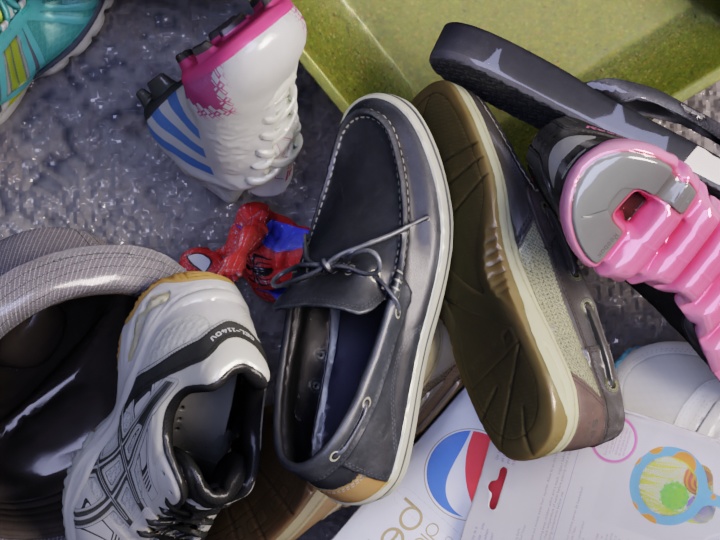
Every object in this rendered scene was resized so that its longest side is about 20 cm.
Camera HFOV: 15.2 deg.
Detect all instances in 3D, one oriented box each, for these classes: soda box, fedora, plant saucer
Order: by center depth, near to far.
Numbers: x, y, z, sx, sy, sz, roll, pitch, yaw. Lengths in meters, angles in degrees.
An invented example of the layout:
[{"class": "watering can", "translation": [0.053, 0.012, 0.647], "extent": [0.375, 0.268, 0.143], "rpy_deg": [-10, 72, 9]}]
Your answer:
[{"class": "plant saucer", "translation": [0.067, -0.144, 1.357], "extent": [0.200, 0.048, 0.200], "rpy_deg": [-31, 114, 22]}, {"class": "soda box", "translation": [0.037, 0.126, 1.373], "extent": [0.064, 0.068, 0.200], "rpy_deg": [41, 89, 6]}, {"class": "fedora", "translation": [-0.166, 0.057, 1.376], "extent": [0.090, 0.177, 0.200], "rpy_deg": [50, 126, 46]}]

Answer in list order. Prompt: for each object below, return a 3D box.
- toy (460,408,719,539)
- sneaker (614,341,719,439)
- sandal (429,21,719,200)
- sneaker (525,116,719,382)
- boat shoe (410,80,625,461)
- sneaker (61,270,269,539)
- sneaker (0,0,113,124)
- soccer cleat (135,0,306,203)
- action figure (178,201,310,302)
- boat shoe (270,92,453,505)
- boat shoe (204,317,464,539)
[{"class": "toy", "translation": [0.154, 0.133, 1.316], "extent": [0.200, 0.047, 0.115], "rpy_deg": [18, 96, 19]}, {"class": "sneaker", "translation": [0.213, 0.096, 1.353], "extent": [0.200, 0.081, 0.077], "rpy_deg": [30, 89, 10]}, {"class": "sandal", "translation": [0.131, -0.076, 1.329], "extent": [0.200, 0.076, 0.043], "rpy_deg": [28, 80, -10]}, {"class": "sneaker", "translation": [0.153, -0.012, 1.311], "extent": [0.079, 0.095, 0.200], "rpy_deg": [-50, 124, -1]}, {"class": "boat shoe", "translation": [0.073, 0.001, 1.310], "extent": [0.072, 0.066, 0.201], "rpy_deg": [-43, 55, 40]}, {"class": "sneaker", "translation": [-0.094, 0.102, 1.327], "extent": [0.076, 0.088, 0.200], "rpy_deg": [-3, 124, -26]}, {"class": "sneaker", "translation": [-0.195, -0.124, 1.420], "extent": [0.077, 0.080, 0.200], "rpy_deg": [35, 88, 8]}, {"class": "soccer cleat", "translation": [-0.053, -0.082, 1.348], "extent": [0.070, 0.200, 0.086], "rpy_deg": [-39, 95, -16]}, {"class": "action figure", "translation": [0.000, 0.000, 1.373], "extent": [0.200, 0.099, 0.065], "rpy_deg": [-5, 120, 12]}, {"class": "boat shoe", "translation": [-0.003, 0.011, 1.290], "extent": [0.075, 0.062, 0.200], "rpy_deg": [1, 80, 41]}, {"class": "boat shoe", "translation": [-0.013, 0.091, 1.370], "extent": [0.200, 0.064, 0.071], "rpy_deg": [-45, 52, 28]}]
